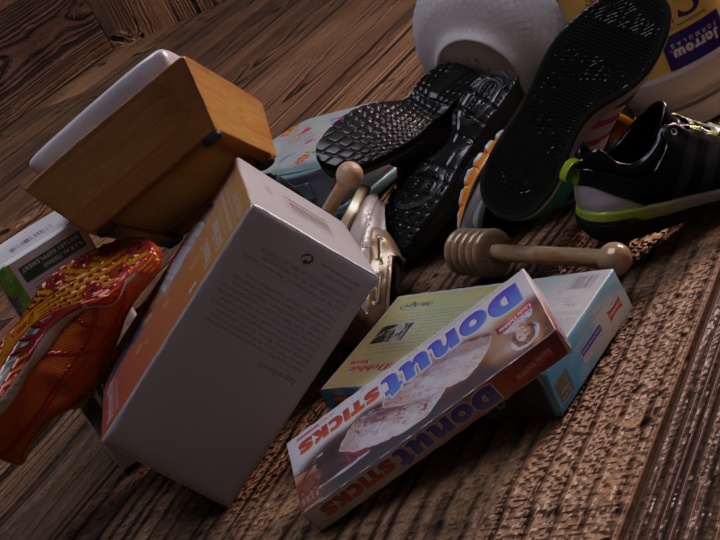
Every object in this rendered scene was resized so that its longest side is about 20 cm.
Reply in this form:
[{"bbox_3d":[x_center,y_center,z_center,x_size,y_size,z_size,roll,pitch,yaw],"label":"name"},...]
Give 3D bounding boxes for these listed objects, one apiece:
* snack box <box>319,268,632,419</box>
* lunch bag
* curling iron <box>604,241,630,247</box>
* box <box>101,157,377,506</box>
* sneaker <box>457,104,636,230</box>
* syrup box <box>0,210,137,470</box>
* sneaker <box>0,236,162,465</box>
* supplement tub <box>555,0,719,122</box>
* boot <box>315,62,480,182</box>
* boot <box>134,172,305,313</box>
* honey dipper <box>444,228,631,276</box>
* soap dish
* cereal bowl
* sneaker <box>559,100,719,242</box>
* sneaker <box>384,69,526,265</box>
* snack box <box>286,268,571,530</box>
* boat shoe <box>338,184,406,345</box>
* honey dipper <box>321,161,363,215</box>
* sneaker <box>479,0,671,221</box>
[{"bbox_3d":[0.077,0.056,0.908,0.199,0.037,0.116,-8,29,44],"label":"snack box"},{"bbox_3d":[-0.048,-0.108,1.427,0.199,0.077,0.160,-8,29,45],"label":"lunch bag"},{"bbox_3d":[0.200,-0.043,1.015,0.050,0.026,0.200,-42,16,29],"label":"curling iron"},{"bbox_3d":[-0.095,0.041,0.954,0.200,0.106,0.152,-57,18,8],"label":"box"},{"bbox_3d":[0.156,-0.090,1.109,0.077,0.078,0.200,36,80,23],"label":"sneaker"},{"bbox_3d":[-0.219,0.056,1.062,0.079,0.201,0.081,-34,20,-15],"label":"syrup box"},{"bbox_3d":[-0.221,0.057,0.988,0.200,0.077,0.073,-48,42,-7],"label":"sneaker"},{"bbox_3d":[0.254,-0.234,1.148,0.145,0.201,0.146,-25,19,9],"label":"supplement tub"},{"bbox_3d":[0.043,-0.101,1.228,0.200,0.131,0.068,-32,53,-31],"label":"boot"},{"bbox_3d":[-0.132,0.001,1.141,0.163,0.073,0.198,-52,11,-19],"label":"boot"},{"bbox_3d":[0.133,-0.011,0.971,0.038,0.038,0.200,-37,20,-23],"label":"honey dipper"},{"bbox_3d":[-0.158,-0.090,1.047,0.157,0.081,0.200,-39,-10,8],"label":"soap dish"},{"bbox_3d":[0.134,-0.211,1.267,0.200,0.200,0.083,-7,38,45],"label":"cereal bowl"},{"bbox_3d":[0.241,-0.086,0.947,0.199,0.083,0.072,-21,20,-14],"label":"sneaker"},{"bbox_3d":[0.099,-0.079,1.169,0.200,0.091,0.076,-51,33,-1],"label":"sneaker"},{"bbox_3d":[0.040,0.083,0.832,0.200,0.024,0.072,-37,31,11],"label":"snack box"},{"bbox_3d":[0.000,0.000,1.101,0.200,0.068,0.075,-72,7,-54],"label":"boat shoe"},{"bbox_3d":[-0.051,-0.008,1.085,0.200,0.038,0.038,-58,8,23],"label":"honey dipper"},{"bbox_3d":[0.175,-0.122,1.008,0.200,0.084,0.121,-54,-14,11],"label":"sneaker"}]
